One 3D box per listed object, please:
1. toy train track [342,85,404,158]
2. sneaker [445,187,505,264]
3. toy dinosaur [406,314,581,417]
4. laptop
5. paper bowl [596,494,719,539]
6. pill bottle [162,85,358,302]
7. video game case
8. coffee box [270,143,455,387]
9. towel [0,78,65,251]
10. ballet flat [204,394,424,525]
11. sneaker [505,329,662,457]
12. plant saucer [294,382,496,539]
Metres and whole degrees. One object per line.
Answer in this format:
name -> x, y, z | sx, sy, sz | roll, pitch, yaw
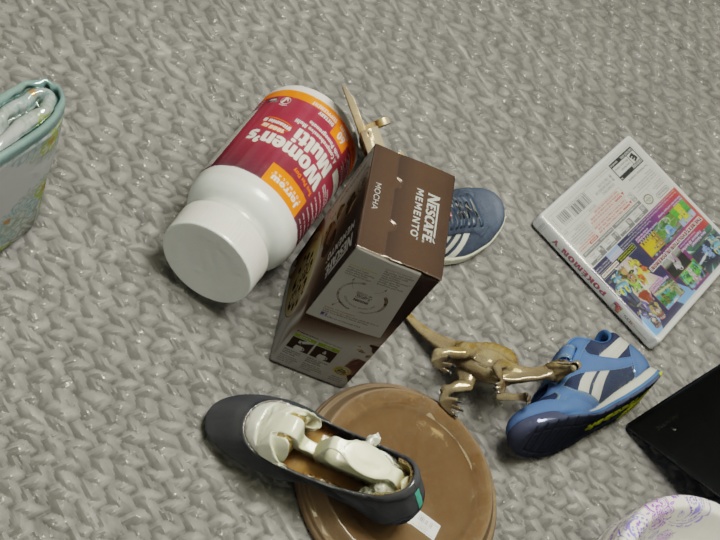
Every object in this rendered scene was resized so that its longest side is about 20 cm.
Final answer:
toy train track -> 0.017, -0.120, 1.285 | 0.032, 0.200, 0.116 | -20, 93, 0
sneaker -> 0.077, -0.051, 1.331 | 0.199, 0.085, 0.075 | -20, 71, -35
toy dinosaur -> 0.100, 0.085, 1.266 | 0.198, 0.059, 0.101 | 20, 30, 19
laptop -> 0.391, 0.216, 1.380 | 0.186, 0.115, 0.202 | -24, 102, -36
paper bowl -> 0.280, 0.309, 1.201 | 0.198, 0.104, 0.203 | 14, 55, -20
pill bottle -> -0.090, -0.070, 1.240 | 0.109, 0.110, 0.201 | 36, 50, -3
video game case -> 0.302, -0.035, 1.482 | 0.182, 0.023, 0.200 | 47, 50, 6
coffee box -> 0.000, 0.000, 1.184 | 0.079, 0.200, 0.114 | 21, 53, -14
towel -> -0.318, -0.048, 1.066 | 0.048, 0.172, 0.200 | 43, 51, 6
ballet flat -> -0.036, 0.146, 1.128 | 0.198, 0.073, 0.073 | 24, 51, 7
sneaker -> 0.200, 0.116, 1.305 | 0.199, 0.074, 0.083 | -19, 65, -40
plant saucer -> 0.037, 0.187, 1.199 | 0.198, 0.029, 0.202 | 14, 56, -21
